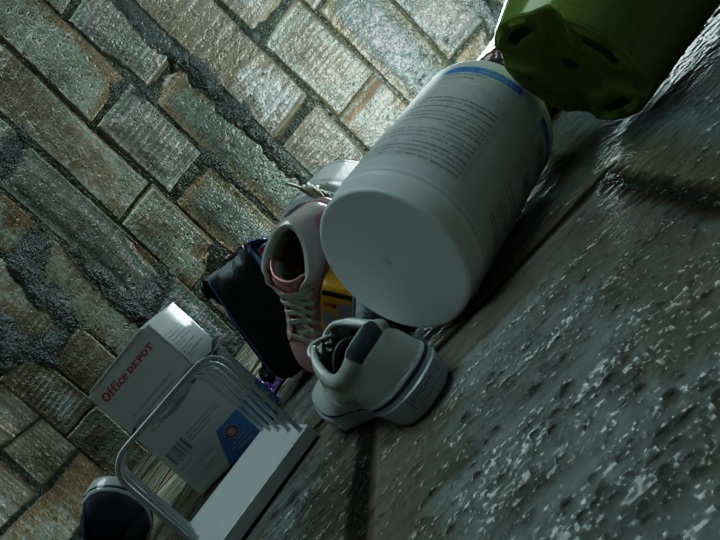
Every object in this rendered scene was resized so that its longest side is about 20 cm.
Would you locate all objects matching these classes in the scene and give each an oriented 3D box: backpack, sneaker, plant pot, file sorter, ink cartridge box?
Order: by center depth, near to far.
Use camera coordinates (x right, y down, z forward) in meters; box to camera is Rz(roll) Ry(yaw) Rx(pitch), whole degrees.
[{"bbox_3d":[0.191,-0.225,0.472,0.192,0.198,0.200,-60,7,-5],"label":"plant pot"},{"bbox_3d":[-0.004,0.068,0.475,0.073,0.071,0.200,-51,6,-24],"label":"sneaker"},{"bbox_3d":[-0.151,0.174,0.625,0.139,0.124,0.200,-50,6,-23],"label":"file sorter"},{"bbox_3d":[-0.065,0.029,0.692,0.104,0.074,0.205,-32,-49,-60],"label":"sneaker"},{"bbox_3d":[-0.272,0.314,0.709,0.080,0.077,0.203,-94,15,-53],"label":"sneaker"},{"bbox_3d":[-0.229,0.168,0.851,0.145,0.200,0.084,-45,7,20],"label":"ink cartridge box"},{"bbox_3d":[-0.099,0.039,0.904,0.134,0.184,0.200,-37,-3,14],"label":"backpack"}]

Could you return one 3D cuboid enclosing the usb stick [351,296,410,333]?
[{"bbox_3d":[0.020,-0.017,0.625,0.033,0.054,0.203,93,179,-47],"label":"usb stick"}]

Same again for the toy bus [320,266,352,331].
[{"bbox_3d":[0.022,-0.011,0.708,0.201,0.064,0.080,-57,-27,-53],"label":"toy bus"}]

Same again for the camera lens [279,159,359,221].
[{"bbox_3d":[-0.040,-0.089,1.114,0.160,0.160,0.201,-44,8,30],"label":"camera lens"}]

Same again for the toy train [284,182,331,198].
[{"bbox_3d":[0.012,-0.095,0.846,0.115,0.198,0.086,-31,47,41],"label":"toy train"}]

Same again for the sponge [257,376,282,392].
[{"bbox_3d":[-0.190,0.227,1.014,0.200,0.030,0.112,-46,6,24],"label":"sponge"}]

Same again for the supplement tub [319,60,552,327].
[{"bbox_3d":[0.068,-0.069,0.525,0.201,0.132,0.132,-52,7,-38],"label":"supplement tub"}]

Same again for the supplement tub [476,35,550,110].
[{"bbox_3d":[0.188,-0.231,0.787,0.107,0.107,0.201,-43,9,37],"label":"supplement tub"}]

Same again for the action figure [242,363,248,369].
[{"bbox_3d":[-0.259,0.230,1.097,0.192,0.201,0.105,-33,51,1],"label":"action figure"}]
